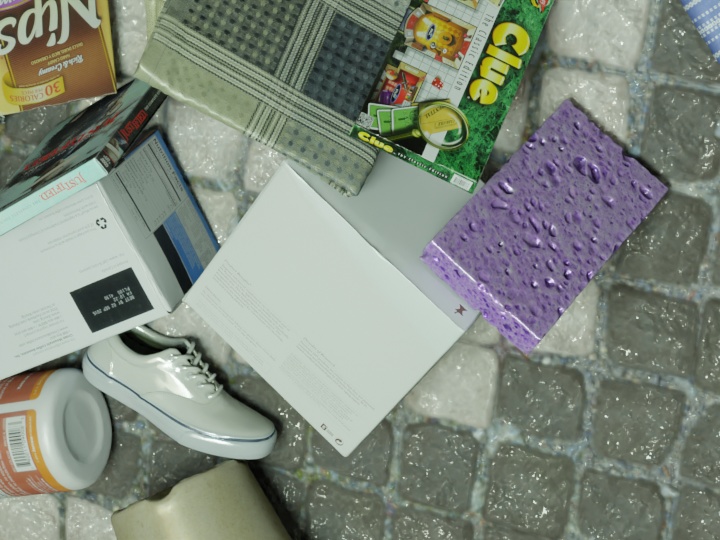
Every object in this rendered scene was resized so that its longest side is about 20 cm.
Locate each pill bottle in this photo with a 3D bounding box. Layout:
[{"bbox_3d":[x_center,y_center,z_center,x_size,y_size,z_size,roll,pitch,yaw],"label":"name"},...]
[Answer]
[{"bbox_3d":[-0.342,0.157,1.676,0.198,0.112,0.113,-9,104,24],"label":"pill bottle"}]

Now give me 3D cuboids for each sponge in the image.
[{"bbox_3d":[0.144,-0.037,1.380,0.111,0.200,0.030,42,145,3],"label":"sponge"}]

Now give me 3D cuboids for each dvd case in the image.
[{"bbox_3d":[-0.235,-0.102,1.501,0.145,0.201,0.022,-26,112,27],"label":"dvd case"}]

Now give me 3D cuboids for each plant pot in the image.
[{"bbox_3d":[-0.129,0.275,1.601,0.199,0.200,0.185,-26,86,26],"label":"plant pot"}]

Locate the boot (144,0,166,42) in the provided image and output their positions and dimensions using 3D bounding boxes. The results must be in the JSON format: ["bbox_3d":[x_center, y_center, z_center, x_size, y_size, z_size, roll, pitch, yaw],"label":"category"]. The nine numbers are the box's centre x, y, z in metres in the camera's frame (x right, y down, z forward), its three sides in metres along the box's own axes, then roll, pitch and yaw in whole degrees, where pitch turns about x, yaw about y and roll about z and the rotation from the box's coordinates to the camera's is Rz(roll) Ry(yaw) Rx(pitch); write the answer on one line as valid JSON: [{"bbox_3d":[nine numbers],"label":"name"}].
[{"bbox_3d":[-0.098,-0.248,1.473,0.153,0.072,0.202,19,113,18],"label":"boot"}]

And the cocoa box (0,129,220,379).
[{"bbox_3d":[-0.248,-0.014,1.567,0.198,0.131,0.134,-20,106,26],"label":"cocoa box"}]

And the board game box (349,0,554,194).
[{"bbox_3d":[0.075,-0.164,1.367,0.104,0.201,0.023,25,154,-4],"label":"board game box"}]

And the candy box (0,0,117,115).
[{"bbox_3d":[-0.276,-0.241,1.513,0.056,0.116,0.202,21,120,51],"label":"candy box"}]

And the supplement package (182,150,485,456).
[{"bbox_3d":[0.000,0.000,1.444,0.191,0.147,0.200,43,135,2],"label":"supplement package"}]

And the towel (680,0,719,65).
[{"bbox_3d":[0.332,-0.184,1.341,0.144,0.024,0.201,-32,89,36],"label":"towel"}]

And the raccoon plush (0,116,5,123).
[{"bbox_3d":[-0.361,-0.139,1.556,0.096,0.134,0.203,-5,92,16],"label":"raccoon plush"}]

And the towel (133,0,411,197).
[{"bbox_3d":[-0.055,-0.174,1.355,0.199,0.194,0.035,29,153,-13],"label":"towel"}]

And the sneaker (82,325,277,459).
[{"bbox_3d":[-0.161,0.102,1.609,0.198,0.073,0.071,25,118,12],"label":"sneaker"}]
